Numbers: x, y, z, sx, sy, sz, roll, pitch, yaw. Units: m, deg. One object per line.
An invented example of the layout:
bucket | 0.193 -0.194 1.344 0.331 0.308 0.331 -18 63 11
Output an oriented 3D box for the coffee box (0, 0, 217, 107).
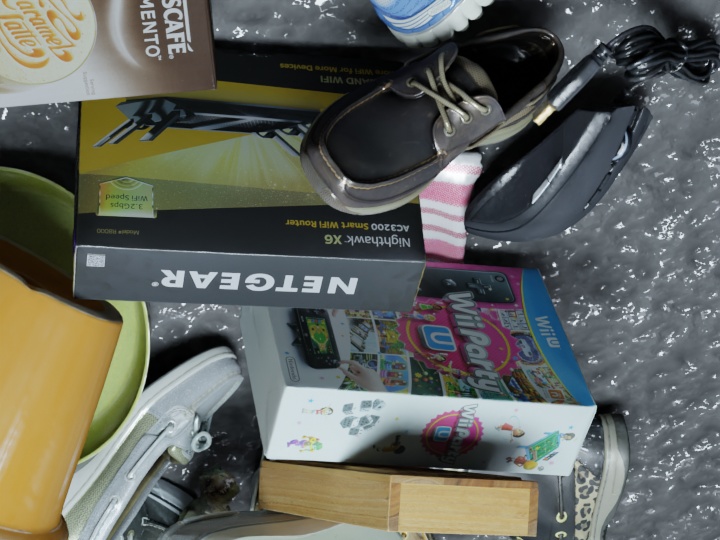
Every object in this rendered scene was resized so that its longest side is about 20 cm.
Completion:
coffee box | -0.185 -0.160 0.973 0.199 0.080 0.115 -6 131 -3

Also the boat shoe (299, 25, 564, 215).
boat shoe | 0.044 -0.098 0.997 0.075 0.200 0.073 50 138 7

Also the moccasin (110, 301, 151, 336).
moccasin | -0.194 0.060 1.168 0.077 0.074 0.202 -1 142 -30

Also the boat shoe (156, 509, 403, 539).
boat shoe | -0.054 0.189 1.184 0.200 0.071 0.070 8 101 -47

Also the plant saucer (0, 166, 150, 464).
plant saucer | -0.218 0.030 1.108 0.199 0.031 0.201 5 104 19

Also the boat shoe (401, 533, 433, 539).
boat shoe | 0.023 0.211 1.327 0.073 0.069 0.200 -19 129 10

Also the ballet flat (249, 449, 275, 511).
ballet flat | -0.044 0.136 1.227 0.069 0.070 0.200 5 143 -12

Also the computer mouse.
computer mouse | 0.133 -0.072 1.071 0.200 0.046 0.140 -40 160 24

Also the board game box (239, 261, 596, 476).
board game box | 0.032 0.057 1.112 0.199 0.148 0.064 5 125 -16

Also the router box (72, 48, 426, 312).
router box | -0.068 -0.056 1.024 0.199 0.158 0.052 2 143 -10

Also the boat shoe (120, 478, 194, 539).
boat shoe | -0.195 0.185 1.273 0.200 0.071 0.072 26 122 -28

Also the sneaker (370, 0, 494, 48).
sneaker | 0.075 -0.209 0.969 0.200 0.079 0.089 -36 128 22

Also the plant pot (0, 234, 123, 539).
plant pot | -0.237 0.076 1.015 0.200 0.200 0.184 28 94 -28

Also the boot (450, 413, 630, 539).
boot | 0.109 0.185 1.318 0.153 0.074 0.204 6 125 -9

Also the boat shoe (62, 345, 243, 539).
boat shoe | -0.149 0.136 1.187 0.202 0.065 0.074 -45 169 -18

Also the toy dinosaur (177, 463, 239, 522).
toy dinosaur | -0.111 0.218 1.260 0.088 0.047 0.200 35 122 4

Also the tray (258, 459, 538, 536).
tray | 0.018 0.140 1.093 0.098 0.200 0.037 6 85 -25

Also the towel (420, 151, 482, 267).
towel | 0.000 0.000 1.170 0.146 0.030 0.201 0 130 -9
